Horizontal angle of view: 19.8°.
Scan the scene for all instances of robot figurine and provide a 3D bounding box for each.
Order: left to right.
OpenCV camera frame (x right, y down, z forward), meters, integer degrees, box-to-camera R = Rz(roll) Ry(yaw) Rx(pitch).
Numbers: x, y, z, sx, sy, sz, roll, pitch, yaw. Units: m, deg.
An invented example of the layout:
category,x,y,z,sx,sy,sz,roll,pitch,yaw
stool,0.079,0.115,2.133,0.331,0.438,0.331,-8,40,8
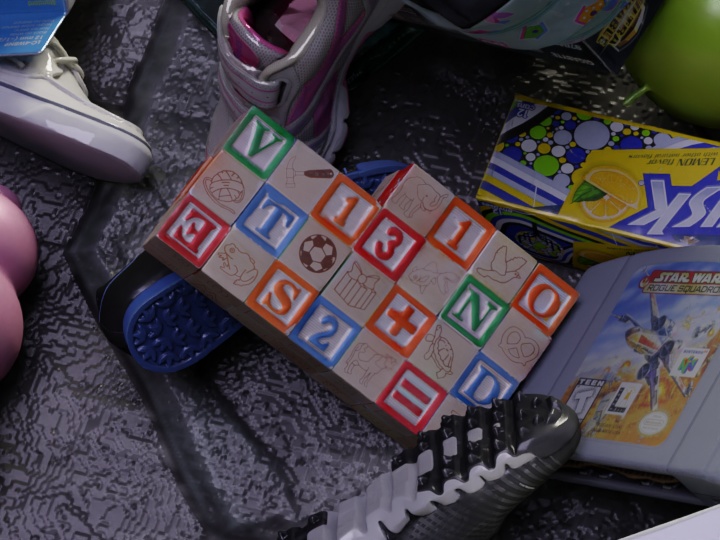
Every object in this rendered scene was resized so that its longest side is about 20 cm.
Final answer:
category,x,y,z,sx,sy,sz,roll,pitch,yaw
robot figurine,0.213,-0.166,1.140,0.175,0.116,0.200,17,71,15

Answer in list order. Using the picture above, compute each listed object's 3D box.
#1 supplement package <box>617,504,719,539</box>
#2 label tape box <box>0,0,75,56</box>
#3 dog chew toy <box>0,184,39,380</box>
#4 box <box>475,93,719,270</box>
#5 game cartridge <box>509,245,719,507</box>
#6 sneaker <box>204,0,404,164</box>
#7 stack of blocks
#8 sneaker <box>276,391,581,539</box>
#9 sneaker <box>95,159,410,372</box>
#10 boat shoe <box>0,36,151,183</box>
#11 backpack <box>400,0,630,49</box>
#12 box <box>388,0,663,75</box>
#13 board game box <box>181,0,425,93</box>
category,x,y,z,sx,sy,sz,roll,pitch,yaw
supplement package,0.150,0.196,0.925,0.152,0.200,0.151,-20,76,3
label tape box,-0.230,-0.214,1.253,0.143,0.066,0.200,0,44,21
dog chew toy,-0.247,0.036,1.156,0.124,0.125,0.200,16,63,19
box,0.169,-0.031,1.117,0.200,0.064,0.070,15,69,20
game cartridge,0.155,0.049,1.032,0.200,0.042,0.133,1,59,58
sneaker,-0.048,-0.117,1.147,0.081,0.088,0.200,41,122,28
stack of blocks,0.000,0.000,1.092,0.200,0.059,0.115,37,78,-7
sneaker,0.040,0.137,1.047,0.200,0.091,0.066,-35,20,18
sneaker,-0.056,-0.013,1.160,0.200,0.070,0.078,-26,27,-17
boat shoe,-0.200,-0.112,1.241,0.200,0.072,0.066,22,77,30
backpack,0.055,-0.200,1.021,0.200,0.127,0.167,50,123,33
box,0.101,-0.198,1.139,0.200,0.046,0.159,20,73,49
board game box,-0.046,-0.194,1.262,0.135,0.028,0.200,-39,64,-6
